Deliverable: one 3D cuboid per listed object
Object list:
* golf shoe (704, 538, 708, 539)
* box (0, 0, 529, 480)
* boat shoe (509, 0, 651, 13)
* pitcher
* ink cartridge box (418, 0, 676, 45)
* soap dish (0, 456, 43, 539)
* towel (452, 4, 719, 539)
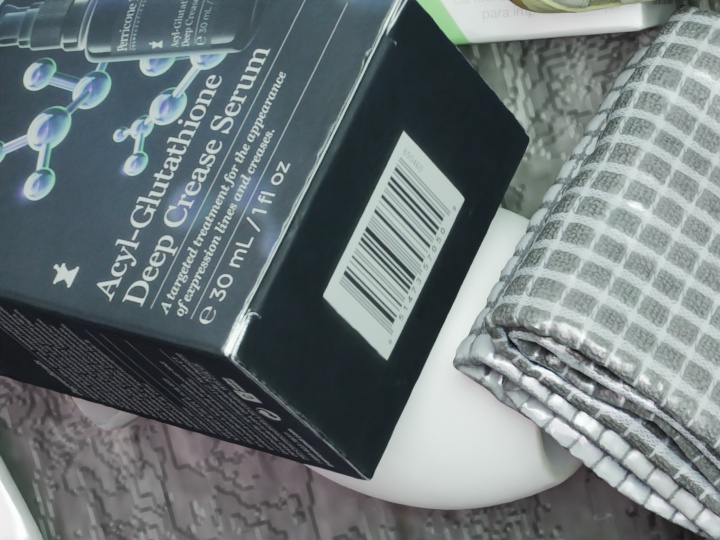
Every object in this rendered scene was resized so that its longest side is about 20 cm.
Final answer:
[{"bbox_3d":[0.149,0.197,1.128,0.075,0.092,0.201,2,98,13],"label":"golf shoe"},{"bbox_3d":[-0.066,-0.029,1.064,0.200,0.107,0.149,12,69,37],"label":"box"},{"bbox_3d":[0.142,-0.136,1.054,0.063,0.200,0.073,3,103,59],"label":"boat shoe"},{"bbox_3d":[0.000,0.000,1.140,0.200,0.121,0.172,11,88,25],"label":"pitcher"},{"bbox_3d":[0.041,-0.188,1.118,0.146,0.084,0.201,-4,95,14],"label":"ink cartridge box"},{"bbox_3d":[-0.233,0.078,1.187,0.081,0.157,0.200,-30,88,32],"label":"soap dish"},{"bbox_3d":[0.157,0.018,1.048,0.200,0.086,0.166,33,61,-3],"label":"towel"}]
